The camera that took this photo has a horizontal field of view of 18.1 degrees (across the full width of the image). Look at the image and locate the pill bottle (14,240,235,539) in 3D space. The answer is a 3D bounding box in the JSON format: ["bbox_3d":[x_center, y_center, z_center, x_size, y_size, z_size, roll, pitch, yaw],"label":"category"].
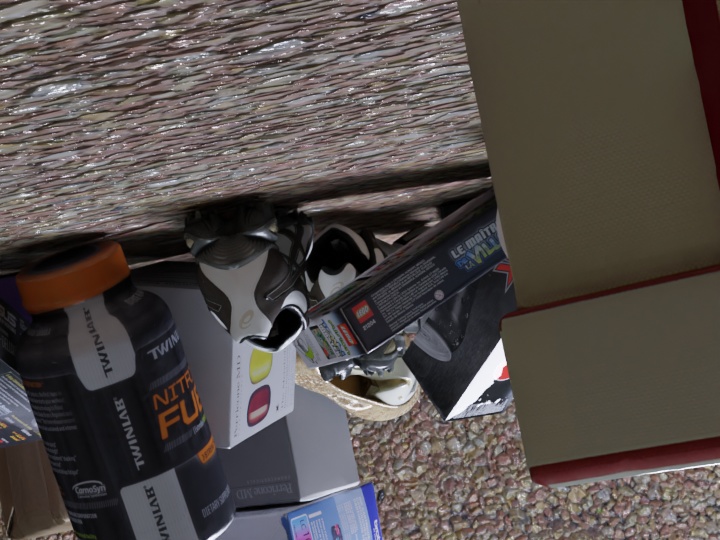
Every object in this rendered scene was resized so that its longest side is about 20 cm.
[{"bbox_3d":[-0.158,0.084,1.458,0.106,0.201,0.106,-17,-166,4],"label":"pill bottle"}]

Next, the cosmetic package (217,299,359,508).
[{"bbox_3d":[-0.080,0.088,1.817,0.107,0.201,0.090,-13,175,38],"label":"cosmetic package"}]

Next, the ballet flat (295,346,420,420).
[{"bbox_3d":[0.002,0.078,1.785,0.065,0.071,0.200,-4,166,38],"label":"ballet flat"}]

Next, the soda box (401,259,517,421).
[{"bbox_3d":[0.110,0.021,1.673,0.063,0.071,0.200,-8,142,-40],"label":"soda box"}]

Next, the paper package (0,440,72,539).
[{"bbox_3d":[-0.206,0.110,1.868,0.199,0.191,0.103,-10,177,-39],"label":"paper package"}]

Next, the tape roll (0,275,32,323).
[{"bbox_3d":[-0.284,0.049,1.677,0.199,0.066,0.200,-10,177,-1],"label":"tape roll"}]

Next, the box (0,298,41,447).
[{"bbox_3d":[-0.292,0.068,1.500,0.157,0.050,0.200,-13,154,14],"label":"box"}]

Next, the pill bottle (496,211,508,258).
[{"bbox_3d":[0.154,-0.032,1.366,0.110,0.111,0.200,-13,176,29],"label":"pill bottle"}]

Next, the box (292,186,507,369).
[{"bbox_3d":[0.052,-0.006,1.489,0.200,0.035,0.110,-34,-175,-21],"label":"box"}]

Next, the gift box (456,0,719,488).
[{"bbox_3d":[0.133,-0.048,0.416,0.184,0.188,0.200,-9,177,-39],"label":"gift box"}]

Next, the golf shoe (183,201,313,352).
[{"bbox_3d":[-0.069,0.008,1.461,0.077,0.095,0.200,-13,178,10],"label":"golf shoe"}]

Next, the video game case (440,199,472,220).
[{"bbox_3d":[0.163,-0.051,1.780,0.199,0.026,0.181,-11,176,2],"label":"video game case"}]

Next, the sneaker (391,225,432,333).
[{"bbox_3d":[0.024,0.006,1.826,0.090,0.067,0.200,0,-165,-1],"label":"sneaker"}]

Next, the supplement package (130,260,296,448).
[{"bbox_3d":[-0.119,0.057,1.613,0.109,0.114,0.200,3,-175,11],"label":"supplement package"}]

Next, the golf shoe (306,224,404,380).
[{"bbox_3d":[0.000,0.000,1.657,0.077,0.095,0.200,-12,-159,5],"label":"golf shoe"}]

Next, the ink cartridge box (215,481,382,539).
[{"bbox_3d":[-0.069,0.223,1.839,0.136,0.077,0.200,-10,-179,24],"label":"ink cartridge box"}]
